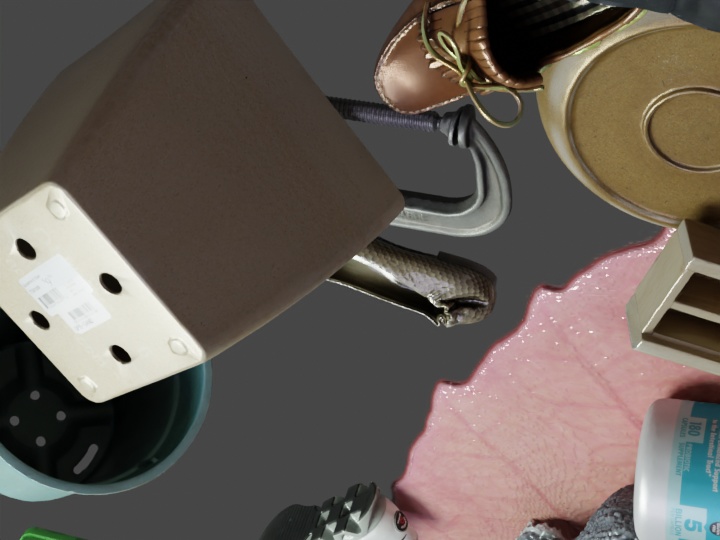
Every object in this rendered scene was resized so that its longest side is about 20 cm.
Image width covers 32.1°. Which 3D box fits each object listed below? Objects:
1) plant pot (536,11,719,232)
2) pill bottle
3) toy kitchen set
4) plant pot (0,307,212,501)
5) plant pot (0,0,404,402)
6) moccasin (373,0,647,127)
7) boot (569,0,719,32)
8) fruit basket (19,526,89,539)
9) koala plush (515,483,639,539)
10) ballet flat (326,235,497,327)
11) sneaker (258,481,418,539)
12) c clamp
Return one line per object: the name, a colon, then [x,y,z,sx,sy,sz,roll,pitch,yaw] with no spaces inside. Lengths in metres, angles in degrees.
plant pot: [0.197,-0.087,0.721,0.199,0.028,0.201,14,142,11]
pill bottle: [0.303,0.157,0.897,0.198,0.111,0.111,4,140,20]
toy kitchen set: [0.249,0.115,0.749,0.179,0.201,0.164,17,130,-11]
plant pot: [-0.250,0.104,1.052,0.199,0.201,0.196,32,150,-14]
plant pot: [-0.129,-0.034,0.787,0.199,0.177,0.200,-22,115,44]
moccasin: [0.081,-0.129,0.680,0.200,0.078,0.074,-14,129,42]
boot: [0.197,-0.182,0.560,0.198,0.066,0.166,11,111,-2]
fruit basket: [-0.322,0.400,1.508,0.214,0.157,0.216,9,-176,-1]
koala plush: [0.191,0.275,1.062,0.199,0.178,0.184,-15,118,39]
ballet flat: [0.000,0.000,0.900,0.199,0.047,0.067,17,158,6]
sneaker: [-0.027,0.273,1.230,0.088,0.074,0.199,42,139,-22]
c clamp: [0.004,-0.085,0.816,0.198,0.027,0.171,13,142,12]
